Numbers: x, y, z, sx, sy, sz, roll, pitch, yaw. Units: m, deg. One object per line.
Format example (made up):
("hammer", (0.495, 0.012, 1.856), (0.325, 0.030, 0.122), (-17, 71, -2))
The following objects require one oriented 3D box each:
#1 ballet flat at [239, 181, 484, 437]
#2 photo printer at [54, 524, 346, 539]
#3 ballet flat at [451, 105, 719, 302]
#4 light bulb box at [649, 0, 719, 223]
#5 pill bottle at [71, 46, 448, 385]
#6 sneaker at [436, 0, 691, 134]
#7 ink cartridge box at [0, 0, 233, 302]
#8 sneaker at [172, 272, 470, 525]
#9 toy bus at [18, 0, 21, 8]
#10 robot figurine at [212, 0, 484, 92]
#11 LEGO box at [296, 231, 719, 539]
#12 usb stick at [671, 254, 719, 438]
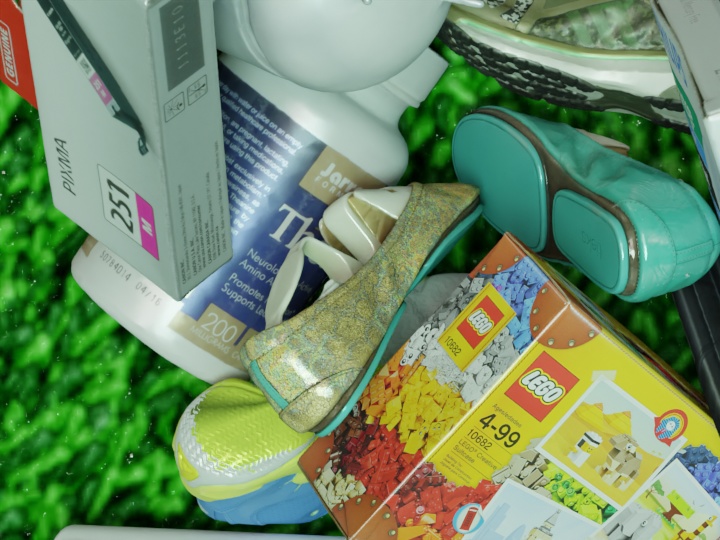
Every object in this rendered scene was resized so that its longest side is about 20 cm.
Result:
("ballet flat", (0.000, 0.000, 1.243), (0.071, 0.200, 0.071), (14, 128, 18))
("photo printer", (-0.060, 0.215, 1.321), (0.200, 0.069, 0.167), (0, 87, 14))
("ballet flat", (0.114, -0.034, 1.270), (0.070, 0.200, 0.067), (-7, 111, -21))
("light bulb box", (0.225, -0.032, 1.167), (0.125, 0.198, 0.200), (-19, 111, 6))
("pill bottle", (-0.046, -0.048, 1.315), (0.111, 0.111, 0.200), (38, 95, 13))
("sneaker", (0.126, -0.127, 1.308), (0.200, 0.077, 0.089), (15, 80, 7))
("ink cartridge box", (-0.135, -0.103, 1.203), (0.174, 0.200, 0.044), (35, 59, 27))
("sneaker", (-0.005, 0.069, 1.324), (0.200, 0.105, 0.076), (-20, 64, -17))
("toy bus", (-0.157, -0.193, 1.312), (0.136, 0.200, 0.192), (-3, 92, 19))
("robot figurine", (-0.034, -0.150, 1.214), (0.200, 0.170, 0.113), (28, 126, 44))
("LEGO box", (0.095, 0.101, 1.230), (0.149, 0.200, 0.077), (-48, 34, 7))
("usb stick", (0.169, 0.030, 1.224), (0.033, 0.200, 0.055), (-21, 122, 7))
